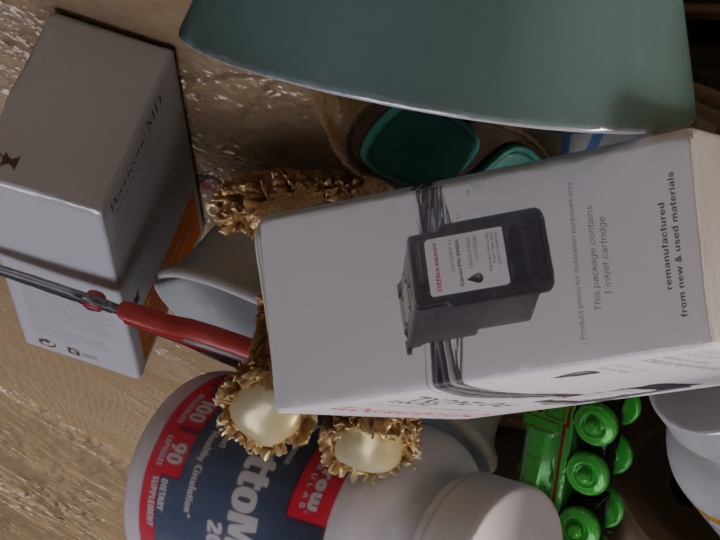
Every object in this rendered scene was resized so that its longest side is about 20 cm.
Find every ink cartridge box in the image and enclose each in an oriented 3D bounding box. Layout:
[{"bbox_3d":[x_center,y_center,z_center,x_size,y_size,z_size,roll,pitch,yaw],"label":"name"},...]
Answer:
[{"bbox_3d":[0.080,0.008,1.115,0.200,0.083,0.145,-11,170,34],"label":"ink cartridge box"}]

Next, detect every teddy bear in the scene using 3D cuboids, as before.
[{"bbox_3d":[0.000,0.000,1.323,0.145,0.200,0.067,0,-178,-3],"label":"teddy bear"}]

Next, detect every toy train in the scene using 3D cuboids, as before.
[{"bbox_3d":[0.108,0.075,1.425,0.056,0.042,0.200,20,118,24],"label":"toy train"}]

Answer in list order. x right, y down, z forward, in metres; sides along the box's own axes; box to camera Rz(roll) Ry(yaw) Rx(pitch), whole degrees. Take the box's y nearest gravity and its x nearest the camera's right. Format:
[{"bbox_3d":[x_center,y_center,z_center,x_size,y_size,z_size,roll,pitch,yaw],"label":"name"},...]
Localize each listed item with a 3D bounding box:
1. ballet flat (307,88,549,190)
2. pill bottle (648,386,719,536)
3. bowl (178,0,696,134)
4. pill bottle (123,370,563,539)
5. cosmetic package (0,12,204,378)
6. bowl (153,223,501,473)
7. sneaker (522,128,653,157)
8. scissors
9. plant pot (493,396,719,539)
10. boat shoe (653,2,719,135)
[{"bbox_3d":[0.029,-0.055,1.232,0.072,0.068,0.200,51,-170,30],"label":"ballet flat"},{"bbox_3d":[0.220,0.095,1.412,0.113,0.113,0.200,4,150,37],"label":"pill bottle"},{"bbox_3d":[0.037,-0.123,1.070,0.201,0.105,0.201,9,-167,-2],"label":"bowl"},{"bbox_3d":[-0.007,0.126,1.398,0.200,0.120,0.120,13,155,36],"label":"pill bottle"},{"bbox_3d":[-0.137,-0.035,1.476,0.071,0.101,0.200,17,156,10],"label":"cosmetic package"},{"bbox_3d":[0.002,0.018,1.451,0.201,0.090,0.201,29,168,7],"label":"bowl"},{"bbox_3d":[0.145,-0.040,1.249,0.200,0.073,0.072,6,153,37],"label":"sneaker"},{"bbox_3d":[-0.122,0.017,1.422,0.200,0.014,0.073,21,173,-4],"label":"scissors"},{"bbox_3d":[0.127,0.154,1.567,0.200,0.200,0.175,32,136,-19],"label":"plant pot"},{"bbox_3d":[0.194,-0.070,1.142,0.200,0.071,0.065,7,153,34],"label":"boat shoe"}]
